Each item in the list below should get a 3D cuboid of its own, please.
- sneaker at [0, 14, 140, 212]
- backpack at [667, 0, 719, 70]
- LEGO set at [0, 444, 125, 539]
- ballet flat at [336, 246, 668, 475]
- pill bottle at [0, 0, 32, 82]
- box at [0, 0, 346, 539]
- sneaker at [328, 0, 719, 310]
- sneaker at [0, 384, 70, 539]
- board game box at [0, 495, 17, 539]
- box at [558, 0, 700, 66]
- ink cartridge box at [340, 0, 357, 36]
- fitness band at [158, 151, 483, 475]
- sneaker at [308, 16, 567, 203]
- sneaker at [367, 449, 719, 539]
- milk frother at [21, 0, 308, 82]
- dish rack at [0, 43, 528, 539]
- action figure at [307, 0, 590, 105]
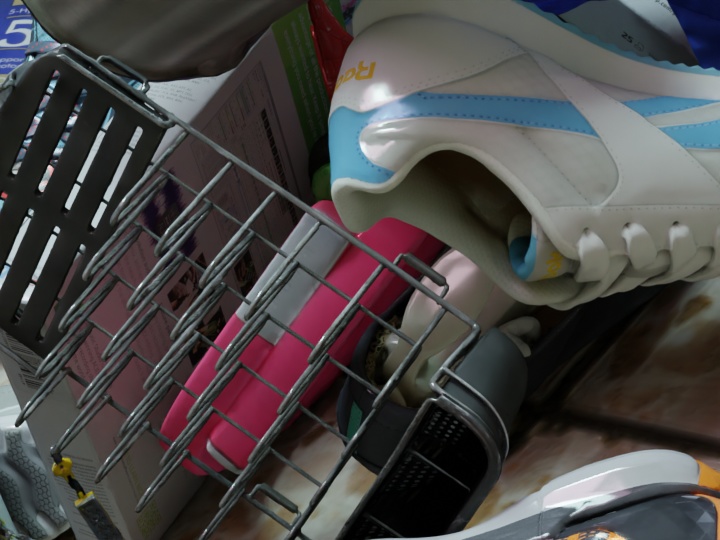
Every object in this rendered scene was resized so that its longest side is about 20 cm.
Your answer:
[{"bbox_3d":[-0.103,-0.048,1.073,0.079,0.201,0.095,-7,10,42],"label":"sneaker"},{"bbox_3d":[0.181,-0.138,0.875,0.162,0.200,0.168,-44,26,-18],"label":"backpack"},{"bbox_3d":[-0.155,0.112,0.912,0.154,0.200,0.116,-56,22,7],"label":"LEGO set"},{"bbox_3d":[0.067,-0.008,0.946,0.200,0.073,0.073,-44,26,-13],"label":"ballet flat"},{"bbox_3d":[-0.149,-0.072,1.285,0.119,0.120,0.200,-27,27,20],"label":"pill bottle"},{"bbox_3d":[-0.060,-0.008,1.028,0.036,0.145,0.200,17,51,30],"label":"box"},{"bbox_3d":[0.085,-0.023,0.854,0.077,0.199,0.081,117,168,-62],"label":"sneaker"},{"bbox_3d":[-0.181,0.094,1.117,0.199,0.075,0.082,-15,17,26],"label":"sneaker"},{"bbox_3d":[-0.229,0.074,1.051,0.147,0.064,0.200,-37,63,16],"label":"board game box"},{"bbox_3d":[0.136,-0.176,1.067,0.200,0.156,0.041,-46,-12,-24],"label":"box"},{"bbox_3d":[-0.005,-0.119,1.126,0.116,0.200,0.067,-39,49,-11],"label":"ink cartridge box"},{"bbox_3d":[0.000,0.000,0.962,0.200,0.037,0.144,-52,-6,34],"label":"fitness band"},{"bbox_3d":[0.050,-0.087,1.079,0.200,0.084,0.077,-39,-19,-23],"label":"sneaker"},{"bbox_3d":[0.023,0.127,0.763,0.200,0.078,0.112,-29,25,15],"label":"sneaker"},{"bbox_3d":[-0.006,-0.176,0.888,0.199,0.181,0.188,-11,-4,-27],"label":"milk frother"},{"bbox_3d":[-0.052,0.026,0.854,0.055,0.200,0.154,-51,-5,-45],"label":"dish rack"},{"bbox_3d":[0.073,-0.133,0.982,0.199,0.099,0.065,-14,-11,-2],"label":"action figure"}]
